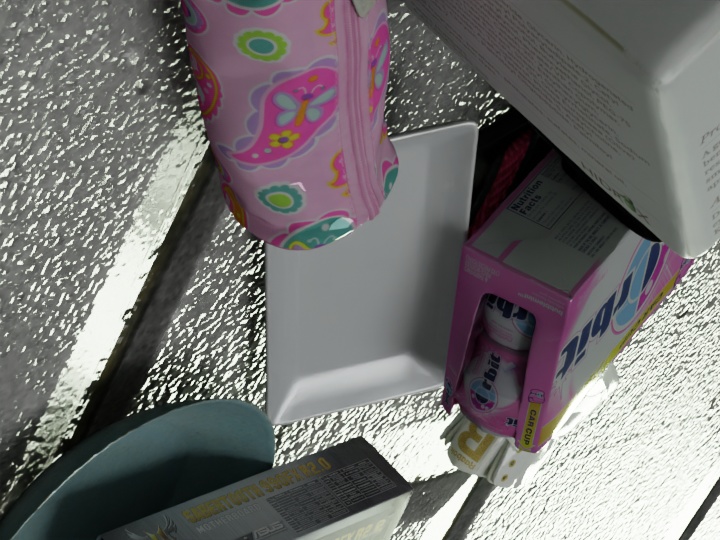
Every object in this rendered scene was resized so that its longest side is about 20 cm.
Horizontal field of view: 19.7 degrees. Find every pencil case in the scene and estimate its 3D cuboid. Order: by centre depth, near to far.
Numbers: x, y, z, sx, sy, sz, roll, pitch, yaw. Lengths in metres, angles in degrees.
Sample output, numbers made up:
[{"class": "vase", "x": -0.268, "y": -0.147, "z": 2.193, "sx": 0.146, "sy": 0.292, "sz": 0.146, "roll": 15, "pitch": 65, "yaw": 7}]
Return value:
[{"class": "pencil case", "x": -0.027, "y": -0.093, "z": 0.852, "sx": 0.087, "sy": 0.087, "sz": 0.201, "roll": -36, "pitch": 152, "yaw": -21}]

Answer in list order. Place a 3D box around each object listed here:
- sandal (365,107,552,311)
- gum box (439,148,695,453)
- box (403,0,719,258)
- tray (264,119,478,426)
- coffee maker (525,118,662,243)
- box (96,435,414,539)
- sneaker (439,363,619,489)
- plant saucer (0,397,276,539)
[{"class": "sandal", "x": 0.077, "y": -0.045, "z": 1.110, "sx": 0.200, "sy": 0.045, "sz": 0.075, "roll": -39, "pitch": 154, "yaw": -17}, {"class": "gum box", "x": 0.119, "y": -0.005, "z": 1.111, "sx": 0.200, "sy": 0.066, "sz": 0.114, "roll": -45, "pitch": 152, "yaw": -41}, {"class": "box", "x": 0.132, "y": -0.160, "z": 0.868, "sx": 0.199, "sy": 0.200, "sz": 0.171, "roll": -43, "pitch": 155, "yaw": -7}, {"class": "tray", "x": 0.000, "y": 0.000, "z": 1.048, "sx": 0.107, "sy": 0.022, "sz": 0.201, "roll": -13, "pitch": 140, "yaw": -14}, {"class": "coffee maker", "x": 0.201, "y": -0.113, "z": 1.040, "sx": 0.200, "sy": 0.192, "sz": 0.135, "roll": -35, "pitch": 131, "yaw": -27}, {"class": "box", "x": -0.076, "y": 0.183, "z": 1.101, "sx": 0.199, "sy": 0.048, "sz": 0.159, "roll": -17, "pitch": 140, "yaw": -47}, {"class": "sneaker", "x": 0.097, "y": 0.078, "z": 1.274, "sx": 0.116, "sy": 0.074, "sz": 0.200, "roll": -48, "pitch": 155, "yaw": -6}, {"class": "plant saucer", "x": -0.130, "y": 0.132, "z": 1.050, "sx": 0.200, "sy": 0.039, "sz": 0.202, "roll": -35, "pitch": 152, "yaw": -23}]
